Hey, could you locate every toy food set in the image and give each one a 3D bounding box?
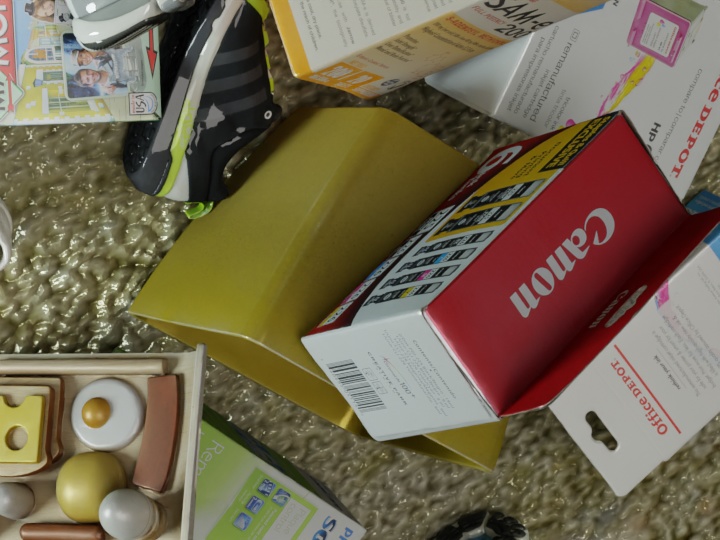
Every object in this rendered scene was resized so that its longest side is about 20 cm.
[{"bbox_3d":[-0.192,0.118,1.433,0.199,0.060,0.144,-1,77,18],"label":"toy food set"}]

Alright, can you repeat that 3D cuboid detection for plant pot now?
[{"bbox_3d":[0.000,0.000,1.485,0.200,0.200,0.177,29,80,-26],"label":"plant pot"}]

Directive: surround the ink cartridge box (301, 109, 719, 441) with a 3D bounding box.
[{"bbox_3d":[0.094,0.000,1.335,0.200,0.175,0.084,-44,106,-31],"label":"ink cartridge box"}]

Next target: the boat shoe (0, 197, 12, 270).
[{"bbox_3d":[-0.295,-0.063,1.408,0.200,0.069,0.071,32,94,-25],"label":"boat shoe"}]

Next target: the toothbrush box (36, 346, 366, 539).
[{"bbox_3d":[-0.122,0.171,1.538,0.200,0.086,0.146,37,91,-28],"label":"toothbrush box"}]

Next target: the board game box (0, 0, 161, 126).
[{"bbox_3d":[-0.195,-0.190,1.410,0.134,0.029,0.201,-4,95,-21],"label":"board game box"}]

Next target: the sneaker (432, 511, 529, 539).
[{"bbox_3d":[0.044,0.259,1.635,0.200,0.078,0.090,-26,117,-12],"label":"sneaker"}]

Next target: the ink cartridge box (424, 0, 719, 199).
[{"bbox_3d":[0.163,-0.150,1.528,0.200,0.085,0.145,19,100,-41],"label":"ink cartridge box"}]

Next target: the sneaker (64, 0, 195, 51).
[{"bbox_3d":[-0.105,-0.224,1.366,0.200,0.075,0.116,-28,93,6],"label":"sneaker"}]

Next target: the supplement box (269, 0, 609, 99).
[{"bbox_3d":[0.059,-0.177,1.389,0.200,0.126,0.074,-21,80,20],"label":"supplement box"}]

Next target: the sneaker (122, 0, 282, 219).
[{"bbox_3d":[-0.086,-0.130,1.475,0.083,0.072,0.200,17,108,-26],"label":"sneaker"}]

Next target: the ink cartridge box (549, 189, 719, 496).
[{"bbox_3d":[0.219,0.053,1.645,0.200,0.068,0.115,-41,116,-6],"label":"ink cartridge box"}]
